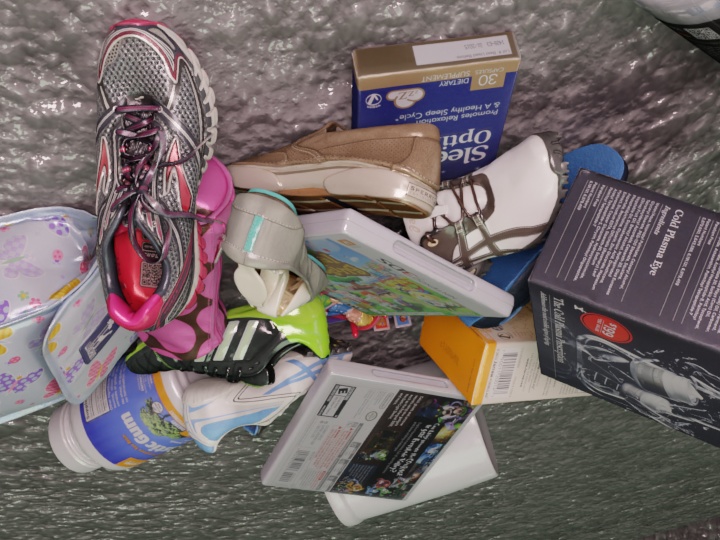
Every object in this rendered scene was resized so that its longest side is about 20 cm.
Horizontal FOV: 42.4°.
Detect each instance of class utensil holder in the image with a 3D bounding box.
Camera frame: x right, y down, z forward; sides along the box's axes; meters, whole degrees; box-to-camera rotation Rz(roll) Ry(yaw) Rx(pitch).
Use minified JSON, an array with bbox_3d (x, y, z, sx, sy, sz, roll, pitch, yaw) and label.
[{"bbox_3d":[0.054,0.205,1.154,0.198,0.172,0.170,-19,151,8],"label":"utensil holder"}]

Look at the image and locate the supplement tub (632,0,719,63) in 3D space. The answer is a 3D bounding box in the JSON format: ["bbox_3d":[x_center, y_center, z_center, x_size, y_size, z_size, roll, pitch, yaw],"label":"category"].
[{"bbox_3d":[0.255,-0.185,0.572,0.198,0.124,0.122,16,141,-40],"label":"supplement tub"}]

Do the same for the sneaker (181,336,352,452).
[{"bbox_3d":[-0.090,0.118,0.937,0.199,0.073,0.071,-22,-156,-35],"label":"sneaker"}]

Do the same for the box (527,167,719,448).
[{"bbox_3d":[0.237,0.038,0.722,0.180,0.105,0.200,21,161,23],"label":"box"}]

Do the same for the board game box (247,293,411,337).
[{"bbox_3d":[-0.015,0.033,0.945,0.197,0.039,0.159,-11,151,-2],"label":"board game box"}]

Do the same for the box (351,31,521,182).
[{"bbox_3d":[0.052,-0.103,0.740,0.119,0.033,0.201,-9,152,-6],"label":"box"}]

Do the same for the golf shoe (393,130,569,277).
[{"bbox_3d":[0.086,-0.043,0.745,0.093,0.079,0.200,3,150,-28],"label":"golf shoe"}]

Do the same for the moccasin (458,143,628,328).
[{"bbox_3d":[0.161,-0.030,0.836,0.200,0.081,0.068,-44,146,16],"label":"moccasin"}]

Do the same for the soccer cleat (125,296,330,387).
[{"bbox_3d":[-0.124,0.076,0.865,0.198,0.082,0.068,-17,175,7],"label":"soccer cleat"}]

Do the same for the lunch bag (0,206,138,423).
[{"bbox_3d":[-0.285,0.043,0.781,0.198,0.128,0.170,-19,155,-18],"label":"lunch bag"}]

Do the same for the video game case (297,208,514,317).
[{"bbox_3d":[0.000,0.000,0.788,0.181,0.022,0.199,26,164,-32],"label":"video game case"}]

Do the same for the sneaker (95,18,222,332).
[{"bbox_3d":[-0.136,-0.060,0.604,0.079,0.203,0.075,-2,-169,8],"label":"sneaker"}]

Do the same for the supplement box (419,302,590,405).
[{"bbox_3d":[0.179,0.072,0.978,0.198,0.126,0.074,-1,116,-25],"label":"supplement box"}]

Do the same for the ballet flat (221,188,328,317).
[{"bbox_3d":[-0.068,0.001,0.697,0.067,0.064,0.200,15,165,9],"label":"ballet flat"}]

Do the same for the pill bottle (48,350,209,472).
[{"bbox_3d":[-0.237,0.147,0.993,0.199,0.113,0.112,-28,148,26],"label":"pill bottle"}]

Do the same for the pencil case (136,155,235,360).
[{"bbox_3d":[-0.144,-0.005,0.756,0.093,0.091,0.201,22,145,6],"label":"pencil case"}]

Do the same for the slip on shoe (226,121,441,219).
[{"bbox_3d":[-0.023,-0.078,0.689,0.199,0.061,0.076,6,170,46],"label":"slip on shoe"}]

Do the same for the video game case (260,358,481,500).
[{"bbox_3d":[0.010,0.175,0.985,0.180,0.024,0.201,12,131,-23],"label":"video game case"}]
